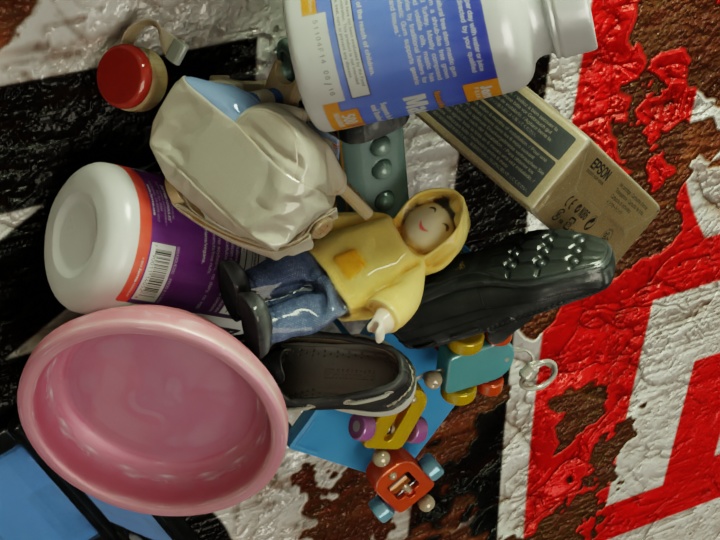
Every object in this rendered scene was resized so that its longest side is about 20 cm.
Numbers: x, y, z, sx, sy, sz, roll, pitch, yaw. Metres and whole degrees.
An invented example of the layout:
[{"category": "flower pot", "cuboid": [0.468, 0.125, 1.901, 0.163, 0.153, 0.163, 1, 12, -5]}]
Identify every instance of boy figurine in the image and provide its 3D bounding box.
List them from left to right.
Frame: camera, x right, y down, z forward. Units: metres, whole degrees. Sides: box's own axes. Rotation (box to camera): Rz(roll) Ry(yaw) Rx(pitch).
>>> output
[{"category": "boy figurine", "cuboid": [0.000, 0.000, 1.209, 0.199, 0.125, 0.065, -21, 144, -17]}]

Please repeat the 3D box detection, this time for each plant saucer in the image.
[{"category": "plant saucer", "cuboid": [-0.149, 0.097, 1.206, 0.199, 0.051, 0.202, 4, 131, 4]}]

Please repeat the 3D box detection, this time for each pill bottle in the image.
[{"category": "pill bottle", "cuboid": [-0.134, -0.012, 1.254, 0.199, 0.113, 0.113, 11, 117, -41]}, {"category": "pill bottle", "cuboid": [0.055, -0.167, 1.108, 0.198, 0.113, 0.113, -11, 136, 9]}]

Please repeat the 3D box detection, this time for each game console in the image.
[{"category": "game console", "cuboid": [-0.245, 0.217, 1.362, 0.117, 0.175, 0.201, -58, 143, -24]}]

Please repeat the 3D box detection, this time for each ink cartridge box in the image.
[{"category": "ink cartridge box", "cuboid": [0.135, -0.095, 1.307, 0.075, 0.165, 0.200, -49, 152, 7]}]

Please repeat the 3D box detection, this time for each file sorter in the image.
[{"category": "file sorter", "cuboid": [0.016, 0.055, 1.407, 0.138, 0.123, 0.201, 24, 108, -43]}]

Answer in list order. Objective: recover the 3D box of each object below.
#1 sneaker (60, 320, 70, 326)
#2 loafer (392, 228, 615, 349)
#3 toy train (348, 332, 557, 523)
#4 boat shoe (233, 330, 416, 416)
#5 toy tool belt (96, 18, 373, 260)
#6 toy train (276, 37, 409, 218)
[{"category": "sneaker", "cuboid": [-0.171, 0.090, 1.337, 0.199, 0.073, 0.085, 16, 116, -41]}, {"category": "loafer", "cuboid": [0.106, 0.018, 1.248, 0.199, 0.068, 0.071, -12, 122, 30]}, {"category": "toy train", "cuboid": [0.061, 0.113, 1.361, 0.200, 0.056, 0.150, -43, 138, 6]}, {"category": "boat shoe", "cuboid": [-0.056, 0.079, 1.276, 0.198, 0.075, 0.060, 6, 163, 8]}, {"category": "toy tool belt", "cuboid": [-0.088, -0.095, 1.189, 0.123, 0.200, 0.125, -5, 130, -61]}, {"category": "toy train", "cuboid": [-0.009, -0.107, 1.265, 0.085, 0.114, 0.201, -21, 133, -19]}]
